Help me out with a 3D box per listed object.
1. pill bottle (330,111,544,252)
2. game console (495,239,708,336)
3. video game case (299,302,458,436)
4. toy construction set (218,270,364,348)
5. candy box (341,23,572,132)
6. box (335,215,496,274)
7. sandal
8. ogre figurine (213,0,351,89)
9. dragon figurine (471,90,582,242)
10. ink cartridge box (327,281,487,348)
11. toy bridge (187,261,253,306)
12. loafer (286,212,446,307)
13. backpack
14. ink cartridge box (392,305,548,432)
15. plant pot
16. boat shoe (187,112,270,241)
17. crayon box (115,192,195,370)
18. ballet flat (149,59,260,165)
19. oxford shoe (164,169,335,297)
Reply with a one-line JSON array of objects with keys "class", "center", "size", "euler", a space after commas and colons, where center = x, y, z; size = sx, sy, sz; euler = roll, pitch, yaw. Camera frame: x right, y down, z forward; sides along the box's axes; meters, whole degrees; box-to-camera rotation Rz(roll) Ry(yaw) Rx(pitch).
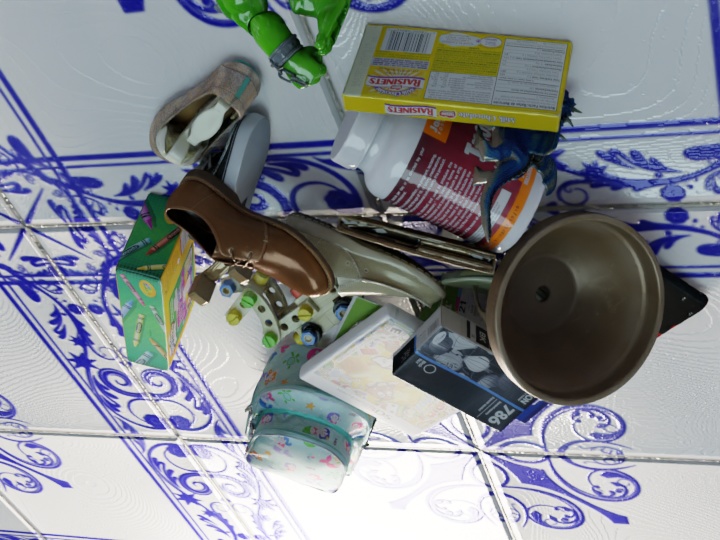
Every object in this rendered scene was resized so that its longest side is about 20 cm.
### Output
[{"class": "pill bottle", "center": [0.076, -0.106, 1.189], "size": [0.198, 0.114, 0.113], "euler": [24, 143, -11]}, {"class": "game console", "center": [0.265, 0.024, 1.360], "size": [0.199, 0.031, 0.177], "euler": [29, 138, -17]}, {"class": "video game case", "center": [0.050, 0.125, 1.438], "size": [0.181, 0.023, 0.200], "euler": [29, 141, -20]}, {"class": "toy construction set", "center": [-0.074, 0.023, 1.441], "size": [0.131, 0.092, 0.199], "euler": [48, 134, -12]}, {"class": "candy box", "center": [0.090, -0.179, 1.100], "size": [0.198, 0.103, 0.027], "euler": [8, 144, 12]}, {"class": "box", "center": [0.063, -0.030, 1.267], "size": [0.162, 0.022, 0.200], "euler": [14, -176, 4]}, {"class": "sandal", "center": [0.178, 0.051, 1.332], "size": [0.200, 0.058, 0.080], "euler": [28, 163, -17]}, {"class": "ogre figurine", "center": [-0.061, -0.270, 1.042], "size": [0.119, 0.098, 0.201], "euler": [23, 136, 8]}, {"class": "dragon figurine", "center": [0.154, -0.107, 1.093], "size": [0.098, 0.201, 0.059], "euler": [5, 129, 3]}, {"class": "ink cartridge box", "center": [0.073, 0.073, 1.446], "size": [0.198, 0.076, 0.148], "euler": [20, 143, -6]}, {"class": "toy bridge", "center": [-0.135, -0.017, 1.423], "size": [0.027, 0.068, 0.199], "euler": [38, 140, -26]}, {"class": "loafer", "center": [0.000, 0.000, 1.333], "size": [0.198, 0.069, 0.076], "euler": [24, -173, -9]}, {"class": "backpack", "center": [-0.066, 0.195, 1.611], "size": [0.176, 0.151, 0.201], "euler": [20, 139, -2]}, {"class": "ink cartridge box", "center": [0.143, 0.122, 1.360], "size": [0.199, 0.039, 0.100], "euler": [27, 127, -20]}, {"class": "plant pot", "center": [0.212, 0.034, 1.259], "size": [0.200, 0.202, 0.093], "euler": [34, 177, -22]}, {"class": "boat shoe", "center": [-0.152, -0.100, 1.321], "size": [0.068, 0.074, 0.200], "euler": [29, 139, 9]}, {"class": "crayon box", "center": [-0.247, 0.017, 1.467], "size": [0.058, 0.120, 0.201], "euler": [13, 143, 4]}, {"class": "ballet flat", "center": [-0.178, -0.152, 1.267], "size": [0.068, 0.068, 0.200], "euler": [31, 141, -19]}, {"class": "oxford shoe", "center": [-0.120, -0.023, 1.263], "size": [0.199, 0.071, 0.072], "euler": [32, 136, 2]}]
